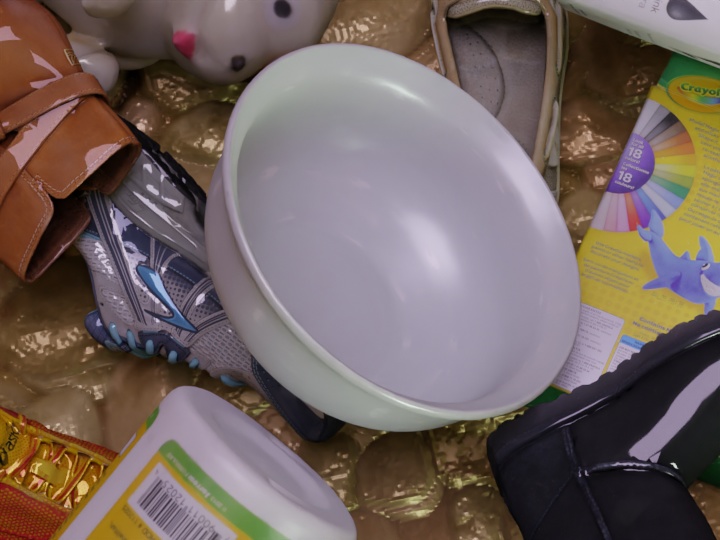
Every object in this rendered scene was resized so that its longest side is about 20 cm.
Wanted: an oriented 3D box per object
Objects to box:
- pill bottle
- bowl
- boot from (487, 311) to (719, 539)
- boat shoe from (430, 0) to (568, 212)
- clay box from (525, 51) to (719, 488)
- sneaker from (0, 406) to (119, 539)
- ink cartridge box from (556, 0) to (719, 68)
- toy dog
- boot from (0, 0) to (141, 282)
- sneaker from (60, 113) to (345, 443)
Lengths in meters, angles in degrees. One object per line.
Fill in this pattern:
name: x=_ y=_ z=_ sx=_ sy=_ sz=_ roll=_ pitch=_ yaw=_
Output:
pill bottle: x=-0.104 y=0.162 z=1.385 sx=0.111 sy=0.111 sz=0.200 roll=42 pitch=98 yaw=17
bowl: x=0.000 y=0.000 z=1.426 sx=0.200 sy=0.090 sz=0.202 roll=21 pitch=49 yaw=-26
boot: x=0.158 y=0.129 z=1.356 sx=0.164 sy=0.066 sz=0.200 roll=-30 pitch=48 yaw=10
boat shoe: x=0.072 y=-0.110 z=1.546 sx=0.073 sy=0.063 sz=0.202 roll=1 pitch=67 yaw=2
clay box: x=0.170 y=-0.004 z=1.506 sx=0.114 sy=0.048 sz=0.201 roll=23 pitch=69 yaw=10
sneaker: x=-0.154 y=0.108 z=1.452 sx=0.199 sy=0.077 sz=0.073 roll=15 pitch=67 yaw=4
ink cartridge box: x=0.212 y=-0.165 z=1.481 sx=0.199 sy=0.083 sz=0.147 roll=21 pitch=93 yaw=10
toy dog: x=-0.106 y=-0.163 z=1.552 sx=0.199 sy=0.140 sz=0.194 roll=29 pitch=36 yaw=15
boot: x=-0.209 y=-0.047 z=1.492 sx=0.155 sy=0.077 sz=0.200 roll=46 pitch=102 yaw=15
sneaker: x=-0.086 y=0.019 z=1.502 sx=0.086 sy=0.078 sz=0.200 roll=-44 pitch=74 yaw=8
